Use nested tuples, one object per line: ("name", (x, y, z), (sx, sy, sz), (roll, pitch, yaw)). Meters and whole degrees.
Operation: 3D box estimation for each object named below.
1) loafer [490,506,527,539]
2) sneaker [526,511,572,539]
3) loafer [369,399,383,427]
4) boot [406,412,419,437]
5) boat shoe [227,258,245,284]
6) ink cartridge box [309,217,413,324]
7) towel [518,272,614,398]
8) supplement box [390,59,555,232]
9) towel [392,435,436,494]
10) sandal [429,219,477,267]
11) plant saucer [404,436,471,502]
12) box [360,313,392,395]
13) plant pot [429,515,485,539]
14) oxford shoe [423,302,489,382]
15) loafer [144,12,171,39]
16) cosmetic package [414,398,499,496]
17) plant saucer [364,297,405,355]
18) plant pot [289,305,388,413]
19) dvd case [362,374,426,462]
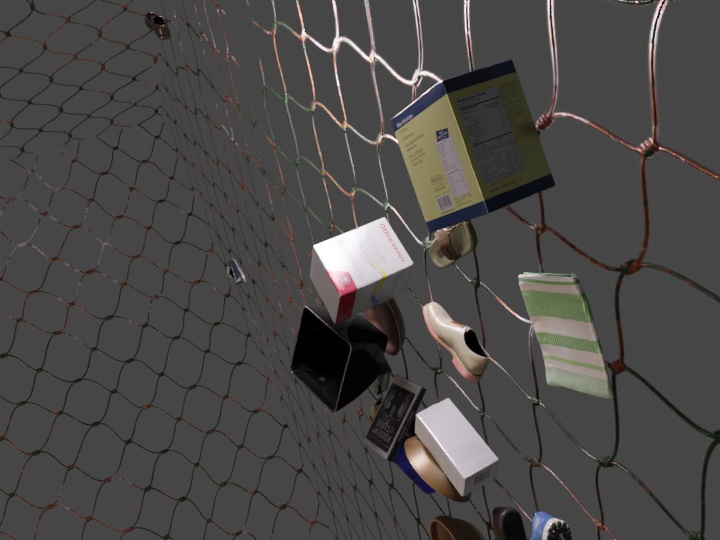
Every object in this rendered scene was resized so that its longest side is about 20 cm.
("loafer", (0.337, 0.614, 1.489), (0.071, 0.071, 0.205), (-169, 69, -72))
("sneaker", (0.381, 0.573, 1.341), (0.089, 0.077, 0.205), (-152, 53, -69))
("loafer", (0.058, 0.423, 1.929), (0.200, 0.074, 0.070), (-151, 52, -86))
("boot", (0.154, 0.475, 1.815), (0.186, 0.063, 0.204), (42, 147, 54))
("boat shoe", (-0.621, 0.009, 3.289), (0.200, 0.061, 0.076), (48, 152, 45))
("ink cartridge box", (0.000, 0.000, 1.573), (0.147, 0.197, 0.146), (59, 159, 24))
("towel", (0.331, 0.102, 1.094), (0.152, 0.023, 0.204), (1, 110, 67))
("supplement box", (0.171, -0.190, 1.068), (0.199, 0.132, 0.204), (-14, 96, 69))
("towel", (0.142, 0.514, 1.773), (0.199, 0.050, 0.148), (40, 153, 0))
("sandal", (0.171, -0.052, 1.298), (0.081, 0.056, 0.202), (63, 158, 17))
("plant saucer", (0.194, 0.460, 1.594), (0.036, 0.198, 0.201), (-53, 48, 16))
("box", (0.021, 0.235, 1.903), (0.202, 0.047, 0.194), (60, 165, 23))
("plant pot", (0.265, 0.709, 1.704), (0.201, 0.091, 0.203), (51, 153, 39))
("oxford shoe", (0.204, 0.131, 1.395), (0.201, 0.070, 0.075), (53, 133, 30))
("loafer", (-0.886, -1.088, 2.937), (0.200, 0.072, 0.072), (46, 144, 31))
("cosmetic package", (0.217, 0.401, 1.535), (0.200, 0.100, 0.075), (50, 150, 43))
("plant saucer", (0.065, 0.122, 1.749), (0.201, 0.034, 0.203), (52, 153, 41))
("plant pot", (-0.044, 0.214, 1.740), (0.198, 0.175, 0.204), (35, 119, 39))
("dvd case", (0.087, 0.381, 1.748), (0.025, 0.203, 0.150), (32, 171, -23))
